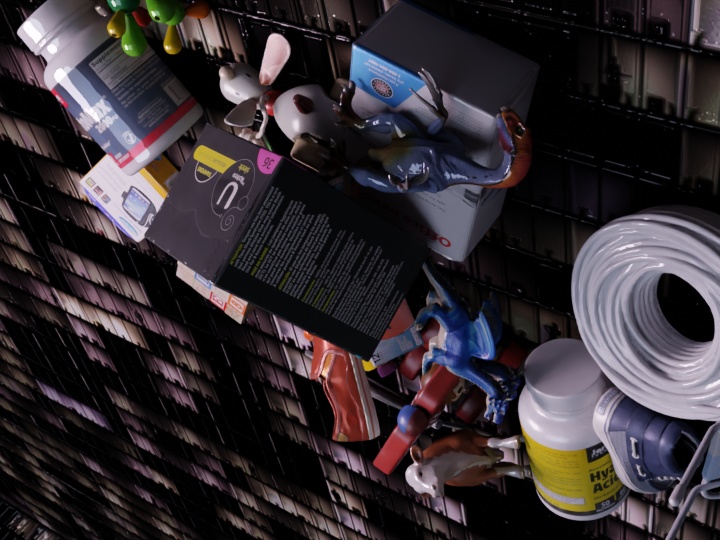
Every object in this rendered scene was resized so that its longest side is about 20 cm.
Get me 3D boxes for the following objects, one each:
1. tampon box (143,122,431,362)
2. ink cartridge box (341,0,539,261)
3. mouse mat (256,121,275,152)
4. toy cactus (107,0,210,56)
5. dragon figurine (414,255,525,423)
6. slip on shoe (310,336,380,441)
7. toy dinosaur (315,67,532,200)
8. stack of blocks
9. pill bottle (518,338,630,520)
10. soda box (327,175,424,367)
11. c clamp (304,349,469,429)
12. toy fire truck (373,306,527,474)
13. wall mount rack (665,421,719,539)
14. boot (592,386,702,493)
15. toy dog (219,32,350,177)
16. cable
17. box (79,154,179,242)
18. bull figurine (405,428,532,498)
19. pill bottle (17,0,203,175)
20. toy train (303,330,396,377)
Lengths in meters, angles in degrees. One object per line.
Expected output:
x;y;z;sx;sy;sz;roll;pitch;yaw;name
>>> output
-0.067;-0.026;0.987;0.200;0.127;0.150;30;178;-40;tampon box
0.066;-0.124;0.974;0.146;0.086;0.200;30;149;16;ink cartridge box
-0.065;-0.056;1.189;0.161;0.007;0.201;-119;7;-51;mouse mat
-0.226;-0.317;1.064;0.165;0.102;0.200;51;155;20;toy cactus
0.110;0.057;1.062;0.099;0.059;0.201;0;113;19;dragon figurine
-0.032;0.107;1.246;0.074;0.061;0.201;127;126;-81;slip on shoe
0.060;-0.103;0.892;0.181;0.106;0.200;18;176;17;toy dinosaur
-0.168;-0.026;1.372;0.115;0.059;0.200;37;149;5;stack of blocks
0.230;0.170;1.143;0.111;0.111;0.201;16;141;34;pill bottle
0.000;0.000;1.155;0.068;0.063;0.201;-132;17;-77;soda box
0.023;0.157;1.378;0.200;0.027;0.171;26;179;37;c clamp
0.089;0.138;1.199;0.112;0.168;0.200;36;149;6;toy fire truck
0.351;0.196;1.003;0.201;0.173;0.075;81;170;-47;wall mount rack
0.308;0.193;1.080;0.090;0.073;0.200;27;169;42;boot
-0.082;-0.168;1.055;0.199;0.133;0.096;4;164;33;toy dog
0.282;0.036;0.927;0.200;0.069;0.201;-14;103;52;cable
-0.306;-0.110;1.436;0.119;0.042;0.200;48;150;-13;box
0.125;0.212;1.184;0.121;0.200;0.066;-6;87;16;bull figurine
-0.286;-0.219;1.200;0.200;0.120;0.119;49;147;-14;pill bottle
-0.004;0.049;1.303;0.199;0.056;0.151;9;122;48;toy train
